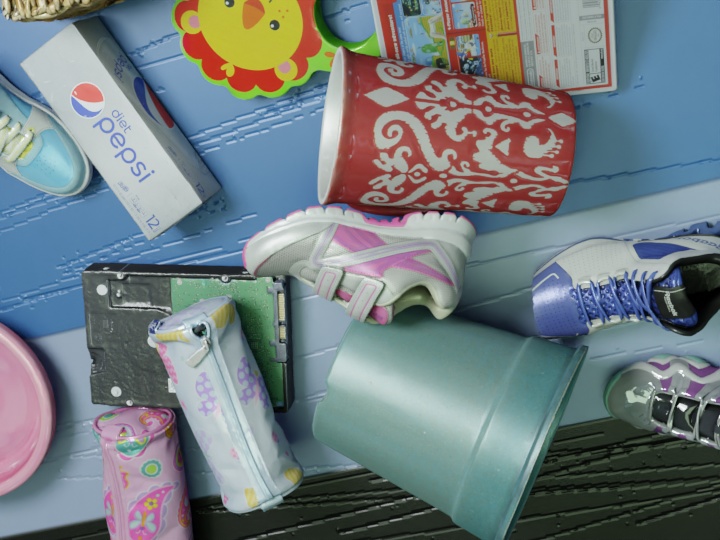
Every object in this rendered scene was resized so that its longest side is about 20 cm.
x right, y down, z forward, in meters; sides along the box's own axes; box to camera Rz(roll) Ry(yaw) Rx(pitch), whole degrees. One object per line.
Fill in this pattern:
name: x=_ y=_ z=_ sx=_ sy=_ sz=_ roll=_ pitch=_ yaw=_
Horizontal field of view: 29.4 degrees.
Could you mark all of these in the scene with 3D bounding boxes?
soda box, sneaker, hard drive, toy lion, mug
soda box: x=-0.218 y=-0.132 z=1.261 sx=0.068 sy=0.063 sz=0.200 roll=-34 pitch=97 yaw=19
sneaker: x=-0.344 y=-0.128 z=1.250 sx=0.200 sy=0.131 sz=0.080 roll=38 pitch=107 yaw=-3
sneaker: x=0.000 y=0.000 z=1.158 sx=0.200 sy=0.081 sz=0.088 roll=0 pitch=70 yaw=-1
sneaker: x=0.244 y=0.013 z=1.193 sx=0.199 sy=0.115 sz=0.081 roll=-15 pitch=102 yaw=14
sneaker: x=0.314 y=0.131 z=1.200 sx=0.200 sy=0.140 sz=0.078 roll=1 pitch=106 yaw=9
hard drive: x=-0.165 y=0.064 z=1.322 sx=0.200 sy=0.038 sz=0.140 roll=1 pitch=106 yaw=11
toy lion: x=-0.062 y=-0.235 z=1.210 sx=0.200 sy=0.069 sz=0.192 roll=21 pitch=115 yaw=3
mug: x=0.069 y=-0.111 z=1.183 sx=0.200 sy=0.178 sz=0.134 roll=6 pitch=90 yaw=-7

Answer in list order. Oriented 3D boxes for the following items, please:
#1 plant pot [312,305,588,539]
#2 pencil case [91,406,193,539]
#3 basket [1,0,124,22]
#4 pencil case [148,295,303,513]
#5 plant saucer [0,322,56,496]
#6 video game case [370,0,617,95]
plant pot: x=0.074 y=0.122 z=1.224 sx=0.196 sy=0.200 sz=0.201 roll=22 pitch=109 yaw=11
pencil case: x=-0.212 y=0.233 z=1.349 sx=0.087 sy=0.087 sz=0.200 roll=0 pitch=109 yaw=10
basket: x=-0.253 y=-0.324 z=1.181 sx=0.142 sy=0.149 sz=0.200 roll=-16 pitch=100 yaw=3
pencil case: x=-0.121 y=0.122 z=1.265 sx=0.083 sy=0.091 sz=0.200 roll=-27 pitch=105 yaw=-24
plant saucer: x=-0.396 y=0.130 z=1.377 sx=0.200 sy=0.051 sz=0.201 roll=3 pitch=105 yaw=9
video game case: x=0.115 y=-0.203 z=1.165 sx=0.200 sy=0.017 sz=0.143 roll=-5 pitch=135 yaw=8
